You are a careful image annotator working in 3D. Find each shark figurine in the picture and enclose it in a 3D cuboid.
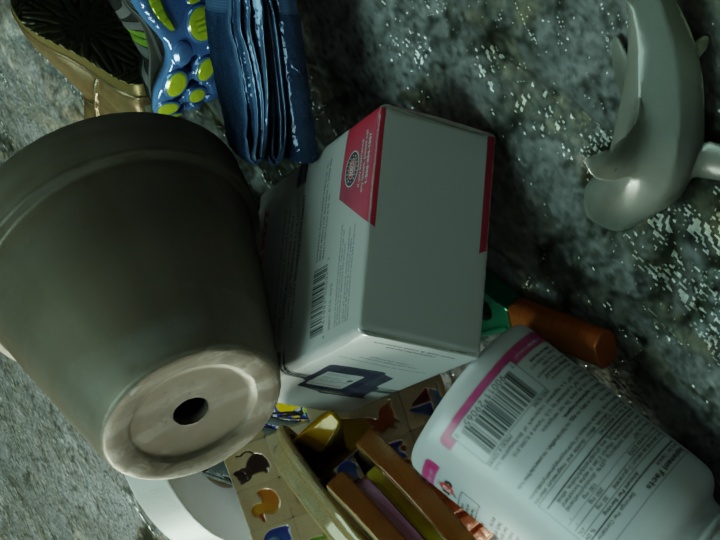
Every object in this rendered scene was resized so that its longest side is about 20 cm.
[{"bbox_3d":[0.131,-0.094,0.847,0.128,0.089,0.215,20,136,46],"label":"shark figurine"}]

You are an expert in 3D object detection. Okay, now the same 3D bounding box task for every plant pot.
[{"bbox_3d":[-0.134,0.030,1.056,0.200,0.200,0.174,93,152,-46],"label":"plant pot"}]

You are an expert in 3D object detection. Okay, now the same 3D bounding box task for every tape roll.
[{"bbox_3d":[-0.134,0.129,1.364,0.037,0.203,0.203,-20,103,24],"label":"tape roll"}]

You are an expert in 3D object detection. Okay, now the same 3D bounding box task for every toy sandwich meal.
[{"bbox_3d":[0.019,0.160,1.110,0.205,0.070,0.205,49,179,1],"label":"toy sandwich meal"}]

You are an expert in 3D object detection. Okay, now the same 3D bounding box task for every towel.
[{"bbox_3d":[-0.074,-0.168,1.067,0.112,0.048,0.200,-142,42,-68],"label":"towel"}]

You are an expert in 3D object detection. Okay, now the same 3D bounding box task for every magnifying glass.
[{"bbox_3d":[0.087,0.024,1.092,0.200,0.022,0.080,20,133,47],"label":"magnifying glass"}]

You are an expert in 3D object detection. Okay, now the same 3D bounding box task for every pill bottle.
[{"bbox_3d":[0.140,0.135,1.009,0.200,0.113,0.113,38,147,14],"label":"pill bottle"}]

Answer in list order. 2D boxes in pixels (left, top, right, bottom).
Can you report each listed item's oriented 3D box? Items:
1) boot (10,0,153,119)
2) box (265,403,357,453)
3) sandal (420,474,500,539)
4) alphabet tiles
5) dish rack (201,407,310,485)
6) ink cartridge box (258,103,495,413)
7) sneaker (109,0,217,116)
[{"bbox_3d":[-0.217,-0.121,1.372,0.175,0.066,0.200,42,148,27],"label":"boot"},{"bbox_3d":[-0.040,0.092,1.299,0.200,0.070,0.064,37,144,32],"label":"box"},{"bbox_3d":[0.107,0.168,1.153,0.079,0.059,0.207,-12,118,32],"label":"sandal"},{"bbox_3d":[-0.011,0.131,1.204,0.008,0.167,0.200,-119,10,-71],"label":"alphabet tiles"},{"bbox_3d":[-0.084,0.062,1.244,0.153,0.055,0.201,7,93,38],"label":"dish rack"},{"bbox_3d":[0.000,0.000,1.069,0.200,0.084,0.145,150,129,-61],"label":"ink cartridge box"},{"bbox_3d":[-0.135,-0.180,1.176,0.083,0.071,0.200,59,169,30],"label":"sneaker"}]
